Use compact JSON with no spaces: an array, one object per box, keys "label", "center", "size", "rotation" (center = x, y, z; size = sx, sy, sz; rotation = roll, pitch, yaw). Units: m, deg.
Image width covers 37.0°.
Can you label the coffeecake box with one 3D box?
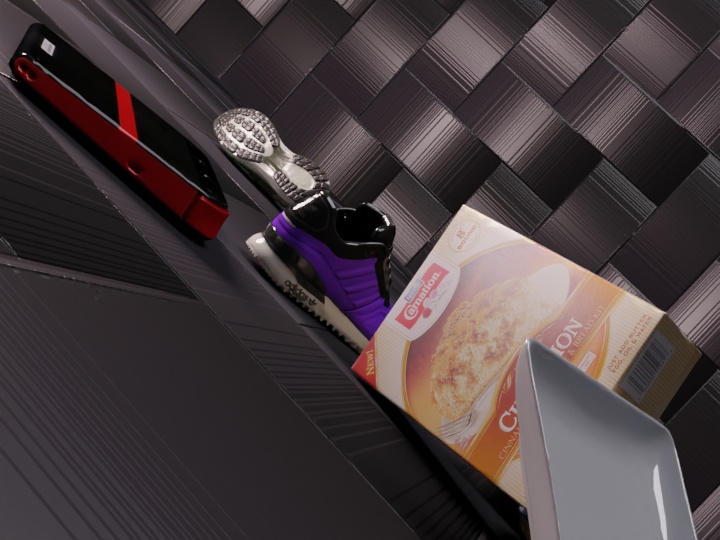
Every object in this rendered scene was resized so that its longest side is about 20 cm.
[{"label":"coffeecake box","center":[0.111,0.065,0.765],"size":[0.199,0.155,0.073],"rotation":[33,-3,46]}]

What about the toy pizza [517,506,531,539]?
[{"label":"toy pizza","center":[0.179,0.242,0.745],"size":[0.200,0.032,0.200],"rotation":[43,1,-1]}]

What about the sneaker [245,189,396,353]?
[{"label":"sneaker","center":[0.000,0.000,0.903],"size":[0.200,0.100,0.070],"rotation":[39,8,-47]}]

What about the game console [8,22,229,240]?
[{"label":"game console","center":[-0.174,-0.104,0.775],"size":[0.176,0.031,0.200],"rotation":[38,6,-22]}]

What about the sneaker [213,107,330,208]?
[{"label":"sneaker","center":[-0.123,-0.130,1.412],"size":[0.200,0.077,0.089],"rotation":[44,-27,19]}]

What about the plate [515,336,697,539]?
[{"label":"plate","center":[0.146,0.162,0.610],"size":[0.199,0.032,0.203],"rotation":[31,44,-44]}]
